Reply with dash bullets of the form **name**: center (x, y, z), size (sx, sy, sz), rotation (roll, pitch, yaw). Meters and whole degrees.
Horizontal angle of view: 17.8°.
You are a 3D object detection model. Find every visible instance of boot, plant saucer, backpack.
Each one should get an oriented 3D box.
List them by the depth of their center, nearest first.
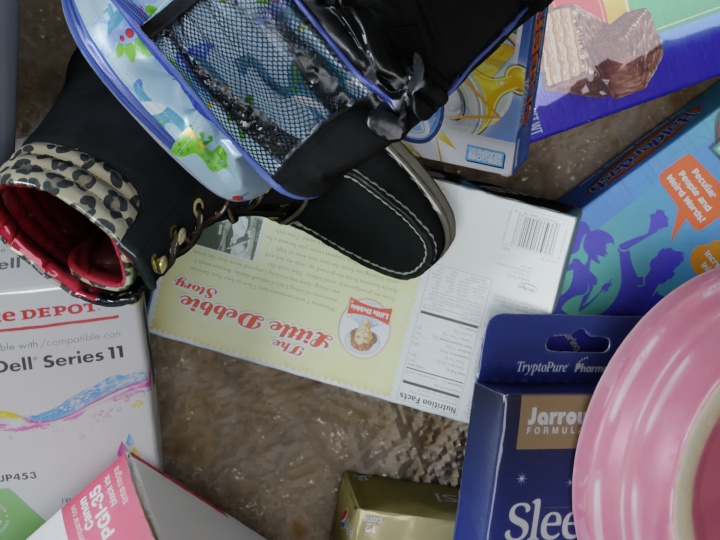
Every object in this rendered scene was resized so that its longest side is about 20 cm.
- **backpack**: center (-0.043, -0.141, 0.982), size (0.147, 0.183, 0.200), rotation (-35, 97, 36)
- **boot**: center (-0.064, -0.027, 1.047), size (0.203, 0.154, 0.073), rotation (36, 135, -7)
- **plant saucer**: center (0.198, 0.097, 1.138), size (0.200, 0.051, 0.201), rotation (-9, 107, -30)

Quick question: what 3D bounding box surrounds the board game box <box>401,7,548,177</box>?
- **board game box**: center (-0.010, -0.132, 1.095), size (0.199, 0.034, 0.136), rotation (12, 112, 15)

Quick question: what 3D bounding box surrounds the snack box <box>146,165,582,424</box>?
- **snack box**: center (0.000, 0.000, 1.149), size (0.199, 0.037, 0.117), rotation (16, 101, 6)

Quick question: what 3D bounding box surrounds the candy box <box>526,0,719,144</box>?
- **candy box**: center (0.136, -0.173, 1.132), size (0.199, 0.077, 0.170), rotation (-20, 104, -3)

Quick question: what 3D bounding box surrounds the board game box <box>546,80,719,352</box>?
- **board game box**: center (0.185, -0.003, 1.194), size (0.200, 0.045, 0.152), rotation (-37, 104, 2)

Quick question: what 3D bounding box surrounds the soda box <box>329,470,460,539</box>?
- **soda box**: center (0.084, 0.159, 1.209), size (0.199, 0.064, 0.068), rotation (9, 102, -10)

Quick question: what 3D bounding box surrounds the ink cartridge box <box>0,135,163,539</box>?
- **ink cartridge box**: center (-0.160, 0.036, 1.110), size (0.117, 0.067, 0.201), rotation (-6, 126, -4)

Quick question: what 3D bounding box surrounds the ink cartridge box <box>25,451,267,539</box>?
- **ink cartridge box**: center (-0.133, 0.205, 1.141), size (0.200, 0.083, 0.146), rotation (-40, 133, 12)

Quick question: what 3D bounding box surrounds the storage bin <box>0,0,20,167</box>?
- **storage bin**: center (-0.222, -0.125, 1.045), size (0.145, 0.200, 0.135), rotation (-16, 119, -33)

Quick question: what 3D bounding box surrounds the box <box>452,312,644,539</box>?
- **box**: center (0.102, 0.122, 1.133), size (0.121, 0.032, 0.201), rotation (2, 99, -32)
